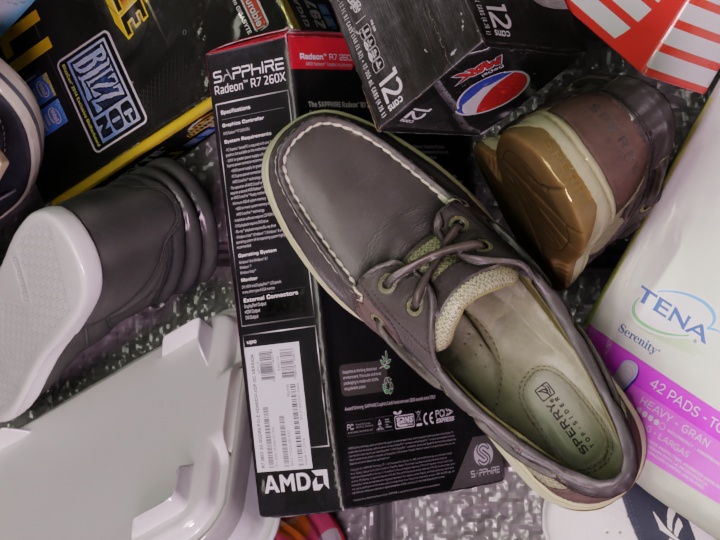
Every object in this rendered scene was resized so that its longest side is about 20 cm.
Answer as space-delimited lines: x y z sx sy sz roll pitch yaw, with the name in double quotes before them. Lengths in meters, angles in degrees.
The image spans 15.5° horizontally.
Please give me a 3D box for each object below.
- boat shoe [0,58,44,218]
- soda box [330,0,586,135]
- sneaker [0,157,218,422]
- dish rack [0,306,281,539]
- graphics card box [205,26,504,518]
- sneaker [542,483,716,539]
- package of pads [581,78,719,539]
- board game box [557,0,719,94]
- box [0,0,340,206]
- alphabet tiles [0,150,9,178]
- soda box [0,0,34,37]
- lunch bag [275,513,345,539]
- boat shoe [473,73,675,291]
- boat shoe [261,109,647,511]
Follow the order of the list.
"boat shoe" -0.204 -0.036 1.238 0.075 0.062 0.200 42 140 -4
"soda box" 0.017 -0.157 1.091 0.071 0.063 0.201 -38 63 39
"sneaker" -0.129 0.011 1.245 0.071 0.099 0.200 62 147 8
"dish rack" -0.119 0.102 1.192 0.199 0.172 0.044 -29 122 25
"graphics card box" 0.000 0.000 1.136 0.051 0.125 0.201 -10 87 36
"sneaker" 0.126 0.164 1.072 0.079 0.129 0.200 -37 74 23
"package of pads" 0.181 0.015 1.073 0.154 0.068 0.201 35 106 22
"board game box" 0.107 -0.191 1.090 0.200 0.046 0.152 45 112 37
"box" -0.116 -0.152 1.240 0.159 0.049 0.201 -31 77 28
"alphabet tiles" -0.233 -0.085 1.200 0.200 0.008 0.167 51 129 21
"soda box" -0.214 -0.120 1.229 0.200 0.068 0.064 -38 71 41
"lunch bag" -0.072 0.213 1.213 0.176 0.082 0.201 -24 78 30
"boat shoe" 0.091 -0.038 1.066 0.065 0.200 0.073 -31 92 -3
"boat shoe" 0.042 0.011 1.045 0.072 0.066 0.201 -42 88 -8
